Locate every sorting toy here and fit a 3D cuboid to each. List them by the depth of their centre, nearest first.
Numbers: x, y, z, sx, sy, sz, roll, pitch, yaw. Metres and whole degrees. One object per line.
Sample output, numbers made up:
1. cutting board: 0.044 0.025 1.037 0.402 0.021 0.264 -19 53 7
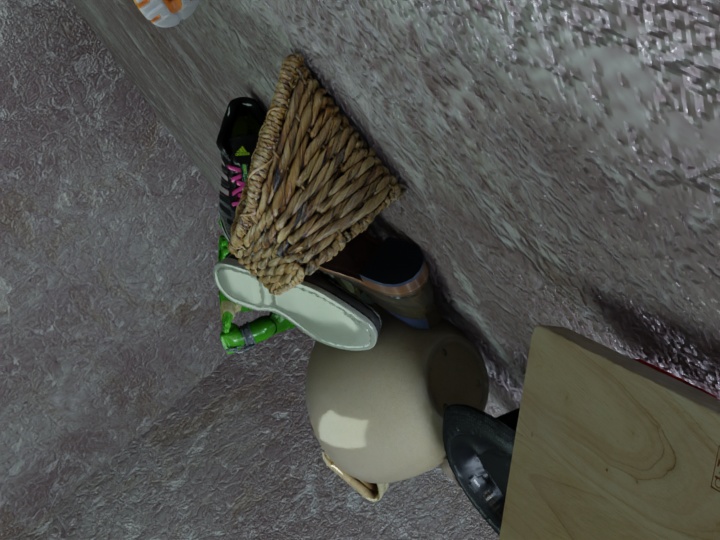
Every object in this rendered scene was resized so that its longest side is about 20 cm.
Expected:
1. sorting toy: 0.151 0.150 0.450 0.069 0.201 0.200 5 -171 -18

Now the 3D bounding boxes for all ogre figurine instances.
1. ogre figurine: -0.133 0.012 1.192 0.098 0.119 0.202 -177 83 -73

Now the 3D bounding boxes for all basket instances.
1. basket: -0.072 -0.075 0.778 0.149 0.143 0.200 50 173 -7

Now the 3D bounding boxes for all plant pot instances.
1. plant pot: 0.059 0.125 0.940 0.201 0.200 0.134 52 144 -16

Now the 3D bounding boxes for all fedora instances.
1. fedora: 0.162 0.178 0.781 0.201 0.091 0.201 46 156 27

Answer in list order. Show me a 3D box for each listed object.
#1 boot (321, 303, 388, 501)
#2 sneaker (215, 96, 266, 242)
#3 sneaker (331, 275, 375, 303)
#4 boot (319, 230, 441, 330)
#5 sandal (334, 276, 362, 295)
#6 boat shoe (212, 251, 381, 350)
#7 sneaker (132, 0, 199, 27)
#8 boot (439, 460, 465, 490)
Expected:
1. boot: 0.001 0.149 1.020 0.073 0.155 0.201 -14 114 46
2. sneaker: -0.133 -0.115 1.010 0.088 0.073 0.202 90 176 -68
3. sneaker: 0.024 0.068 1.103 0.200 0.077 0.080 41 -165 31
4. boot: 0.000 0.000 0.912 0.199 0.075 0.097 29 158 42
5. sandal: -0.037 -0.067 1.007 0.201 0.054 0.082 63 170 11
6. boat shoe: -0.060 0.021 0.923 0.200 0.061 0.072 22 133 22
7. sneaker: -0.214 -0.303 0.771 0.077 0.078 0.200 56 176 30
8. boot: 0.141 0.218 0.948 0.199 0.071 0.146 -3 170 36
